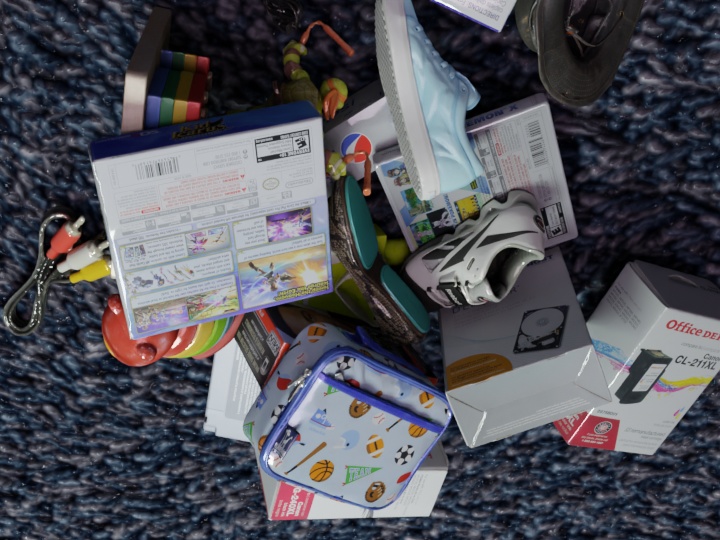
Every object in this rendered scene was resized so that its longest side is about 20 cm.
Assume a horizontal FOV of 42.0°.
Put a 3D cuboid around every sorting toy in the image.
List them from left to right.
[{"bbox_3d":[-0.186,-0.124,0.909,0.068,0.200,0.203,7,120,-9],"label":"sorting toy"}]

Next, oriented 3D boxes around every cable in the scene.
[{"bbox_3d":[-0.358,0.004,1.067,0.199,0.051,0.097,-37,113,19],"label":"cable"}]

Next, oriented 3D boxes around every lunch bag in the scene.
[{"bbox_3d":[-0.010,0.143,0.927,0.199,0.076,0.161,29,101,-37],"label":"lunch bag"}]

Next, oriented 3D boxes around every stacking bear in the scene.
[{"bbox_3d":[-0.200,0.045,0.982,0.113,0.200,0.123,-27,91,17],"label":"stacking bear"}]

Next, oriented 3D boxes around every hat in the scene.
[{"bbox_3d":[0.196,-0.262,0.878,0.080,0.199,0.204,25,126,40],"label":"hat"}]

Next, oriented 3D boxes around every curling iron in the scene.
[{"bbox_3d":[-0.024,-0.254,0.862,0.198,0.025,0.050,6,124,49],"label":"curling iron"}]

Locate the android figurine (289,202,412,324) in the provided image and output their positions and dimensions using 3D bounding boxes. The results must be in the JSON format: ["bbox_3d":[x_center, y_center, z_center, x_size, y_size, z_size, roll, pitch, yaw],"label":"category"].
[{"bbox_3d":[-0.041,0.012,1.030,0.197,0.041,0.185,-6,121,-22],"label":"android figurine"}]

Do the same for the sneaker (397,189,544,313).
[{"bbox_3d":[0.110,0.006,0.988,0.074,0.089,0.199,26,128,-35],"label":"sneaker"}]

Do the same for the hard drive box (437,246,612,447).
[{"bbox_3d":[0.167,0.077,1.004,0.154,0.201,0.078,-20,117,11],"label":"hard drive box"}]

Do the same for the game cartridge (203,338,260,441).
[{"bbox_3d":[-0.114,0.122,1.135,0.131,0.041,0.203,13,119,-1],"label":"game cartridge"}]

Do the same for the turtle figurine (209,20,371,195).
[{"bbox_3d":[-0.070,-0.141,0.911,0.159,0.203,0.064,-25,159,18],"label":"turtle figurine"}]

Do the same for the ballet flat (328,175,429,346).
[{"bbox_3d":[0.000,0.000,0.973,0.074,0.068,0.202,-19,114,25],"label":"ballet flat"}]

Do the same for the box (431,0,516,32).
[{"bbox_3d":[0.085,-0.349,0.826,0.181,0.105,0.202,22,117,-10],"label":"box"}]

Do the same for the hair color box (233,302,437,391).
[{"bbox_3d":[-0.025,0.094,0.999,0.198,0.102,0.062,16,111,-34],"label":"hair color box"}]

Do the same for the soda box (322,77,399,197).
[{"bbox_3d":[-0.032,-0.123,0.976,0.198,0.069,0.064,-29,116,16],"label":"soda box"}]

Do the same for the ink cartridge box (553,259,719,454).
[{"bbox_3d":[0.316,0.103,1.056,0.144,0.083,0.202,11,122,-29],"label":"ink cartridge box"}]

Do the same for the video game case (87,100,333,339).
[{"bbox_3d":[-0.127,-0.044,0.841,0.197,0.046,0.184,-13,124,-15],"label":"video game case"}]

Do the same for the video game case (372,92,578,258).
[{"bbox_3d":[0.126,-0.077,0.983,0.180,0.022,0.201,-19,137,8],"label":"video game case"}]

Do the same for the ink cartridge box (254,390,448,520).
[{"bbox_3d":[-0.015,0.208,1.089,0.197,0.146,0.084,5,122,-19],"label":"ink cartridge box"}]

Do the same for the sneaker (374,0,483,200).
[{"bbox_3d":[0.067,-0.173,0.878,0.081,0.074,0.203,-15,99,-9],"label":"sneaker"}]
